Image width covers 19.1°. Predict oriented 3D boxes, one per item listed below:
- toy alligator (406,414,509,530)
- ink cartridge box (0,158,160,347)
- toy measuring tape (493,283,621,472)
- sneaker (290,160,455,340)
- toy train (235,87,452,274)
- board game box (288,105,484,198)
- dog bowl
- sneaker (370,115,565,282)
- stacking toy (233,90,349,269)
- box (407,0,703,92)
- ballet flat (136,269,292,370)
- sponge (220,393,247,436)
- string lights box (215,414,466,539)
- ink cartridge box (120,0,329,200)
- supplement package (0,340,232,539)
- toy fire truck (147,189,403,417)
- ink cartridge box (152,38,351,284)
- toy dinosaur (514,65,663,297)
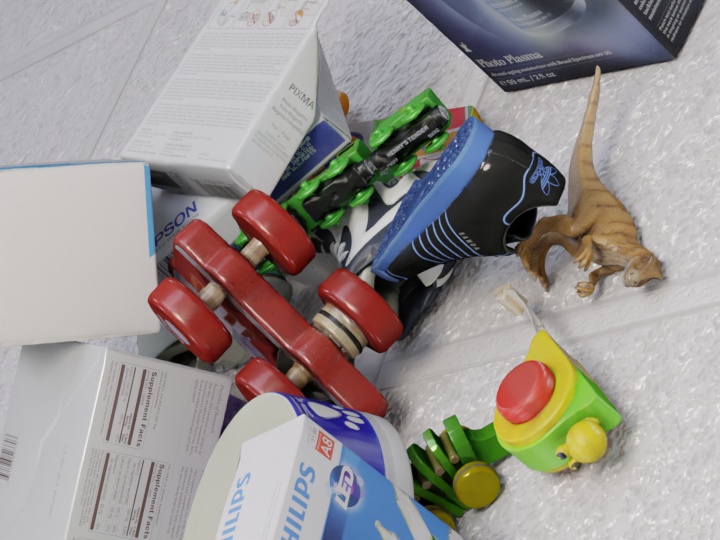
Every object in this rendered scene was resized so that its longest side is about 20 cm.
[{"bbox_3d":[0.028,0.154,1.400,0.200,0.054,0.059,-45,27,11],"label":"toy alligator"},{"bbox_3d":[-0.232,-0.019,1.632,0.200,0.124,0.130,-164,70,-75],"label":"ink cartridge box"},{"bbox_3d":[0.107,0.075,1.366,0.074,0.073,0.200,-47,27,7],"label":"toy measuring tape"},{"bbox_3d":[0.000,0.000,1.605,0.198,0.080,0.130,-12,36,36],"label":"sneaker"},{"bbox_3d":[-0.014,-0.066,1.591,0.199,0.042,0.056,-35,16,19],"label":"toy train"},{"bbox_3d":[-0.003,-0.077,1.703,0.199,0.030,0.096,-8,47,32],"label":"board game box"},{"bbox_3d":[-0.046,0.183,1.383,0.200,0.078,0.202,-45,36,47],"label":"dog bowl"},{"bbox_3d":[0.069,-0.031,1.443,0.071,0.077,0.200,-65,7,-26],"label":"sneaker"},{"bbox_3d":[-0.076,-0.085,1.826,0.200,0.110,0.116,-49,23,-21],"label":"stacking toy"},{"bbox_3d":[0.126,-0.246,1.589,0.199,0.198,0.124,-6,50,54],"label":"box"},{"bbox_3d":[-0.119,0.054,1.752,0.199,0.069,0.070,-22,38,50],"label":"ballet flat"},{"bbox_3d":[-0.091,0.158,1.604,0.112,0.030,0.200,-56,27,-9],"label":"sponge"},{"bbox_3d":[0.007,0.184,1.237,0.059,0.200,0.103,-26,36,39],"label":"string lights box"},{"bbox_3d":[-0.082,-0.150,1.642,0.162,0.057,0.201,9,60,54],"label":"ink cartridge box"},{"bbox_3d":[-0.196,0.160,1.604,0.155,0.110,0.202,6,82,58],"label":"supplement package"},{"bbox_3d":[-0.060,0.044,1.540,0.112,0.200,0.168,-46,-5,-11],"label":"toy fire truck"},{"bbox_3d":[-0.105,-0.103,1.703,0.196,0.043,0.201,-41,35,17],"label":"ink cartridge box"},{"bbox_3d":[0.156,-0.037,1.458,0.106,0.060,0.201,-30,42,11],"label":"toy dinosaur"}]
